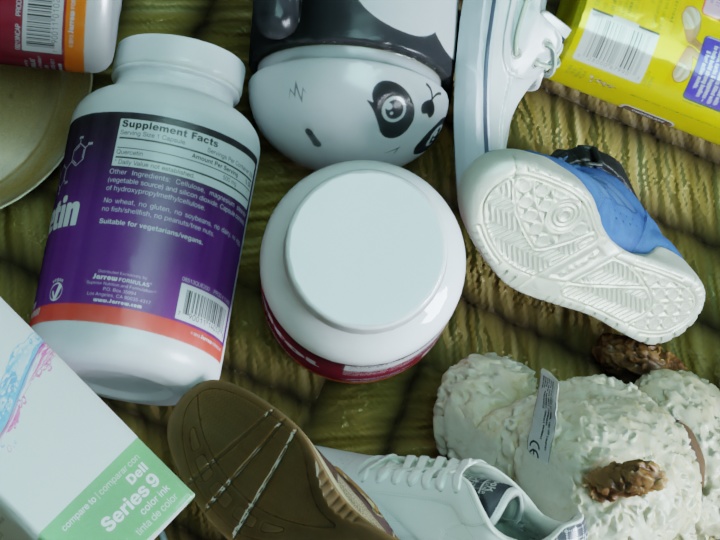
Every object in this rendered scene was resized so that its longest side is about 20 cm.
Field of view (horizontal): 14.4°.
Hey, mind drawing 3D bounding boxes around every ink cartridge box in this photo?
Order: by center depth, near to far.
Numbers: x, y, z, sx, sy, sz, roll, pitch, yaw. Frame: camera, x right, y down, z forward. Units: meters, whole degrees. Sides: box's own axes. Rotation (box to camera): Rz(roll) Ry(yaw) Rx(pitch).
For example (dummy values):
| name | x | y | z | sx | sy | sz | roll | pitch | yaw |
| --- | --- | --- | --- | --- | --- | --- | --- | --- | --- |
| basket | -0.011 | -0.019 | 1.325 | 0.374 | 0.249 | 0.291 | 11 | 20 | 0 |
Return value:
| name | x | y | z | sx | sy | sz | roll | pitch | yaw |
| --- | --- | --- | --- | --- | --- | --- | --- | --- | --- |
| ink cartridge box | -0.200 | 0.092 | 1.566 | 0.200 | 0.145 | 0.088 | 44 | 70 | 0 |

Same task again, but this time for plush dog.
| name | x | y | z | sx | sy | sz | roll | pitch | yaw |
| --- | --- | --- | --- | --- | --- | --- | --- | --- | --- |
| plush dog | 0.164 | 0.116 | 1.667 | 0.172 | 0.160 | 0.200 | -17 | 81 | -43 |

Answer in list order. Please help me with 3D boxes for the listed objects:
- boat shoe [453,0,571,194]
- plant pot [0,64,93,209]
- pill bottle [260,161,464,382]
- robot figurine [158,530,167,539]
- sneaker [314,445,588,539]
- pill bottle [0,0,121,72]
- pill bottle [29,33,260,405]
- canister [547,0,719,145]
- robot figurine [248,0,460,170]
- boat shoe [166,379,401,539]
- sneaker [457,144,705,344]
| name | x | y | z | sx | sy | sz | roll | pitch | yaw |
| --- | --- | --- | --- | --- | --- | --- | --- | --- | --- |
| boat shoe | 0.092 | -0.142 | 1.697 | 0.067 | 0.074 | 0.200 | 4 | 93 | 4 |
| plant pot | -0.258 | -0.121 | 1.667 | 0.200 | 0.027 | 0.200 | 3 | 77 | -13 |
| pill bottle | 0.000 | 0.000 | 1.594 | 0.113 | 0.200 | 0.113 | 0 | 83 | -2 |
| robot figurine | -0.053 | 0.230 | 1.587 | 0.200 | 0.113 | 0.170 | 40 | 33 | -3 |
| sneaker | 0.042 | 0.136 | 1.615 | 0.200 | 0.081 | 0.076 | 23 | 33 | 23 |
| pill bottle | -0.235 | -0.176 | 1.606 | 0.200 | 0.113 | 0.113 | 6 | 75 | -2 |
| pill bottle | -0.121 | -0.030 | 1.634 | 0.112 | 0.112 | 0.200 | 13 | 73 | -11 |
| canister | 0.227 | -0.151 | 1.767 | 0.200 | 0.087 | 0.149 | 21 | 73 | -7 |
| robot figurine | -0.001 | -0.156 | 1.688 | 0.150 | 0.125 | 0.200 | 9 | 74 | -12 |
| boat shoe | -0.026 | 0.141 | 1.576 | 0.200 | 0.072 | 0.072 | 39 | 86 | 17 |
| sneaker | 0.113 | -0.035 | 1.675 | 0.200 | 0.111 | 0.077 | 27 | 110 | -39 |
